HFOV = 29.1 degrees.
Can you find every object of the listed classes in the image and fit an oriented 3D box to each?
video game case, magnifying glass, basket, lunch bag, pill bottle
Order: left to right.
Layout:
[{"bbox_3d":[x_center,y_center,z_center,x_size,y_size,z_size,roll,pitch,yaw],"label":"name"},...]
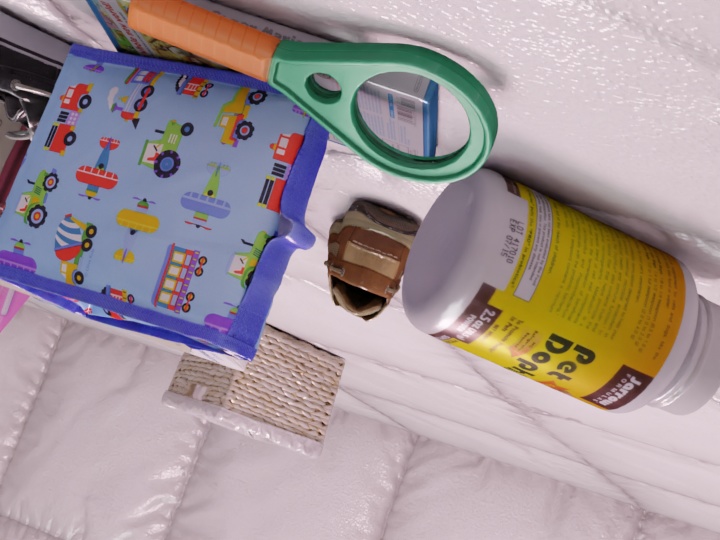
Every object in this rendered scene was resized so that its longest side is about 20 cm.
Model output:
[{"bbox_3d":[-0.104,-0.039,0.799,0.200,0.151,0.094,12,168,41],"label":"lunch bag"},{"bbox_3d":[-0.158,0.174,2.122,0.200,0.161,0.198,27,168,-32],"label":"basket"},{"bbox_3d":[-0.052,-0.112,0.796,0.199,0.018,0.143,19,171,6],"label":"video game case"},{"bbox_3d":[-0.025,-0.101,0.715,0.199,0.022,0.080,21,140,2],"label":"magnifying glass"},{"bbox_3d":[0.134,0.021,0.876,0.200,0.110,0.109,23,170,-18],"label":"pill bottle"}]

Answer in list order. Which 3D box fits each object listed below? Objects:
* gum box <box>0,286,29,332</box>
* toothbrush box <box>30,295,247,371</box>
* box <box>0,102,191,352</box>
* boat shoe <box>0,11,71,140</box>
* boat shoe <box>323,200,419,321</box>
[{"bbox_3d":[-0.323,-0.042,1.173,0.066,0.114,0.200,17,128,8],"label":"gum box"},{"bbox_3d":[-0.169,-0.020,1.150,0.199,0.147,0.085,19,170,11],"label":"toothbrush box"},{"bbox_3d":[-0.190,-0.047,1.023,0.199,0.128,0.109,20,146,0],"label":"box"},{"bbox_3d":[-0.213,-0.119,0.928,0.199,0.068,0.074,26,169,-32],"label":"boat shoe"},{"bbox_3d":[0.000,0.000,1.127,0.075,0.074,0.200,20,170,2],"label":"boat shoe"}]
